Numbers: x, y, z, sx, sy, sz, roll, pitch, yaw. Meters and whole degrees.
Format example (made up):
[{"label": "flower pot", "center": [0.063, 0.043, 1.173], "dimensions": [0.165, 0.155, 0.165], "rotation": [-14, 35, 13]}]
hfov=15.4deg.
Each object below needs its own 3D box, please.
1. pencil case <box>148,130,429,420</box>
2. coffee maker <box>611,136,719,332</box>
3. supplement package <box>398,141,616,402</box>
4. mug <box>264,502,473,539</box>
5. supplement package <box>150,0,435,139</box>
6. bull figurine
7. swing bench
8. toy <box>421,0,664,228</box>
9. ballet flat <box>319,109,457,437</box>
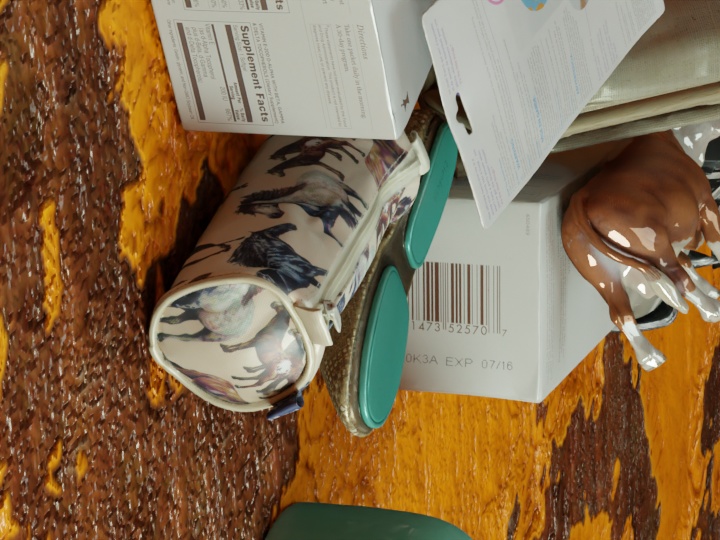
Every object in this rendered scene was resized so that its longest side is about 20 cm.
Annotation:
[{"label": "pencil case", "center": [-0.028, -0.011, 1.285], "dimensions": [0.200, 0.089, 0.078], "rotation": [-60, 148, -55]}, {"label": "coffee maker", "center": [0.171, -0.089, 1.738], "dimensions": [0.193, 0.134, 0.200], "rotation": [60, -30, 26]}, {"label": "supplement package", "center": [0.078, -0.006, 1.565], "dimensions": [0.200, 0.116, 0.118], "rotation": [-33, 124, -67]}, {"label": "mug", "center": [0.010, 0.216, 1.403], "dimensions": [0.152, 0.114, 0.186], "rotation": [68, 31, -53]}, {"label": "supplement package", "center": [-0.027, -0.187, 1.219], "dimensions": [0.156, 0.110, 0.201], "rotation": [-67, 154, -45]}, {"label": "bull figurine", "center": [0.173, -0.028, 1.535], "dimensions": [0.122, 0.065, 0.200], "rotation": [56, 34, -3]}, {"label": "swing bench", "center": [0.140, -0.130, 1.465], "dimensions": [0.200, 0.198, 0.131], "rotation": [140, -63, -80]}, {"label": "toy", "center": [0.077, -0.124, 1.282], "dimensions": [0.200, 0.047, 0.116], "rotation": [-47, 130, -39]}, {"label": "ballet flat", "center": [0.000, 0.000, 1.409], "dimensions": [0.071, 0.065, 0.201], "rotation": [72, 28, -49]}]
